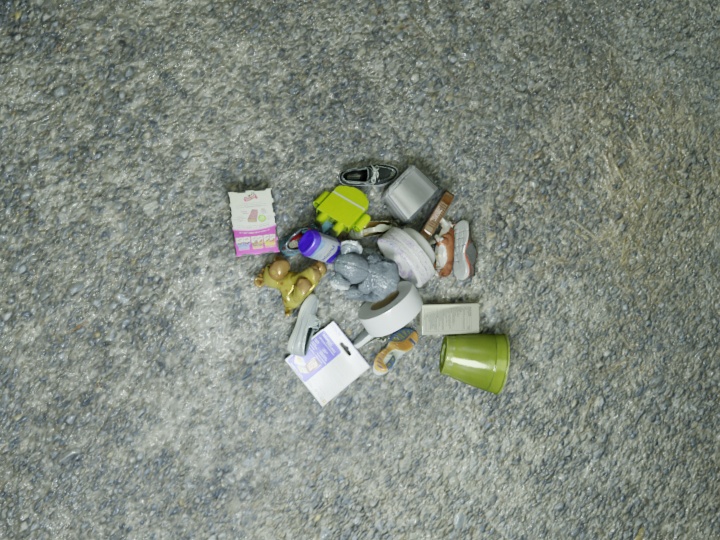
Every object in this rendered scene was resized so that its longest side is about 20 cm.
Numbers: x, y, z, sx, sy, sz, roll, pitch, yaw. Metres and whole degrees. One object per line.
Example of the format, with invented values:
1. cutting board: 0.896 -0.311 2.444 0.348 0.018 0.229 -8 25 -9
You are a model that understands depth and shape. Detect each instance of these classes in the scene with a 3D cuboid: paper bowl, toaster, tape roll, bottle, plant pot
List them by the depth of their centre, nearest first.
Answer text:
1. bottle: -0.099 -0.065 1.691 0.200 0.065 0.084 19 117 -48
2. tape roll: 0.093 0.118 1.704 0.202 0.202 0.071 -35 105 -9
3. paper bowl: 0.155 -0.052 1.714 0.104 0.201 0.201 -40 98 -12
4. toaster: 0.162 -0.249 1.766 0.129 0.114 0.200 45 82 -6
5. plant pot: 0.362 0.288 1.780 0.193 0.200 0.201 10 88 0

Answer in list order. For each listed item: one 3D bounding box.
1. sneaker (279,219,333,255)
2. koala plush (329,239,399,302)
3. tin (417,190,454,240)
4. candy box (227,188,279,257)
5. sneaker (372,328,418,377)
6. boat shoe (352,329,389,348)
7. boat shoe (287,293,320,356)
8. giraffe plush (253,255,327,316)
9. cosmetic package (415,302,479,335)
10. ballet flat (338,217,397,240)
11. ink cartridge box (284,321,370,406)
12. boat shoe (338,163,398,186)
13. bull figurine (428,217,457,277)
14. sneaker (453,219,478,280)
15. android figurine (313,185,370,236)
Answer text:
1. sneaker: -0.156 -0.106 1.710 0.200 0.096 0.079 -33 96 -9
2. koala plush: 0.000 0.000 1.666 0.200 0.184 0.178 26 82 -39
3. tin: 0.238 -0.173 1.783 0.042 0.112 0.200 32 83 0
4. candy box: -0.330 -0.147 1.692 0.136 0.061 0.200 -6 92 -11
5. sneaker: 0.106 0.266 1.783 0.075 0.088 0.200 44 59 14
6. boat shoe: 0.068 0.198 1.769 0.200 0.071 0.064 -36 103 -9
7. boat shoe: -0.160 0.173 1.705 0.071 0.070 0.201 14 75 20
8. giraffe plush: -0.226 0.025 1.686 0.162 0.173 0.200 39 118 1
9. cosmetic package: 0.288 0.158 1.813 0.200 0.071 0.105 1 89 -11
10. ballet flat: 0.025 -0.135 1.755 0.200 0.075 0.068 -9 103 -11
11. ink cartridge box: -0.105 0.296 1.748 0.200 0.043 0.198 -38 97 -7
12. boat shoe: 0.031 -0.310 1.761 0.199 0.068 0.074 -2 91 -11
13. bull figurine: 0.268 -0.074 1.796 0.121 0.065 0.200 -9 100 -45
14. sneaker: 0.355 -0.069 1.839 0.082 0.077 0.200 0 91 -38
15. android figurine: -0.054 -0.194 1.721 0.182 0.041 0.200 30 57 12
